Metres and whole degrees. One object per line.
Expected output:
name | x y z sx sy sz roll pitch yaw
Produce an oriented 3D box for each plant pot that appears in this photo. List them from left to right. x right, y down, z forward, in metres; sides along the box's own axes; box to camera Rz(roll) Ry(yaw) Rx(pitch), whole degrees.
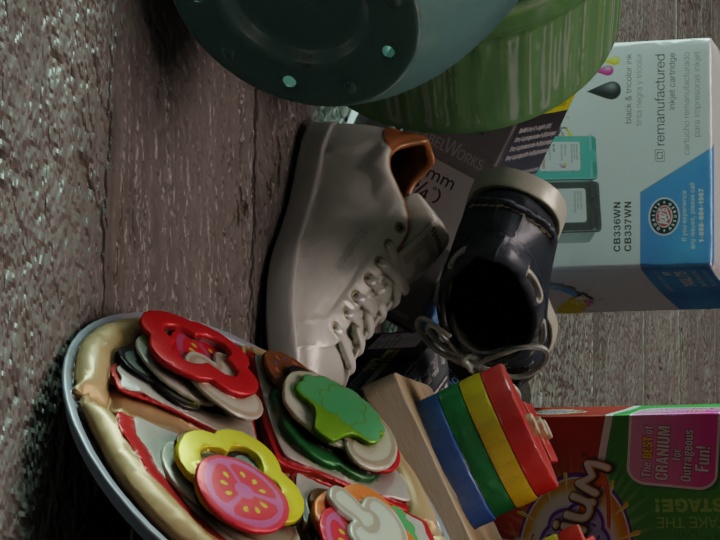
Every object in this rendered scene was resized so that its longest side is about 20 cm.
plant pot | -0.005 -0.173 1.383 0.161 0.200 0.201 -62 149 -42

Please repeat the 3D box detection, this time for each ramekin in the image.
ramekin | 0.050 -0.166 1.582 0.098 0.199 0.201 84 13 -47

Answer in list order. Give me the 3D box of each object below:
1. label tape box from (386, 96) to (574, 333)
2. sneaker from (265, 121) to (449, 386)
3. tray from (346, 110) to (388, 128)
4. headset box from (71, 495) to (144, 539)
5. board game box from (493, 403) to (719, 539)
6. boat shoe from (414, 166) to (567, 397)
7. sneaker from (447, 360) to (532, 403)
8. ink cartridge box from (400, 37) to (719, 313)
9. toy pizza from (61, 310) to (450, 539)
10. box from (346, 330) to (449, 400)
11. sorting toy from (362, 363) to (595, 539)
label tape box | 0.066 -0.070 1.708 0.201 0.063 0.144 -63 169 10
sneaker | 0.000 0.000 1.575 0.073 0.084 0.201 72 23 -53
tray | 0.031 -0.148 1.733 0.108 0.022 0.200 -61 -174 36
headset box | -0.081 0.190 1.243 0.149 0.077 0.201 -56 143 -67
board game box | 0.130 0.151 1.621 0.040 0.199 0.154 -17 104 -74
boat shoe | 0.072 0.022 1.593 0.200 0.075 0.062 105 9 -60
sneaker | 0.060 0.069 1.856 0.073 0.082 0.200 50 -8 10
ink cartridge box | 0.136 -0.056 1.880 0.146 0.199 0.147 33 56 -71
toy pizza | -0.036 0.081 1.257 0.032 0.200 0.200 -53 -179 23
box | 0.014 0.132 1.672 0.200 0.051 0.158 -44 129 -71
sorting toy | 0.083 0.139 1.506 0.199 0.069 0.201 32 33 -82
